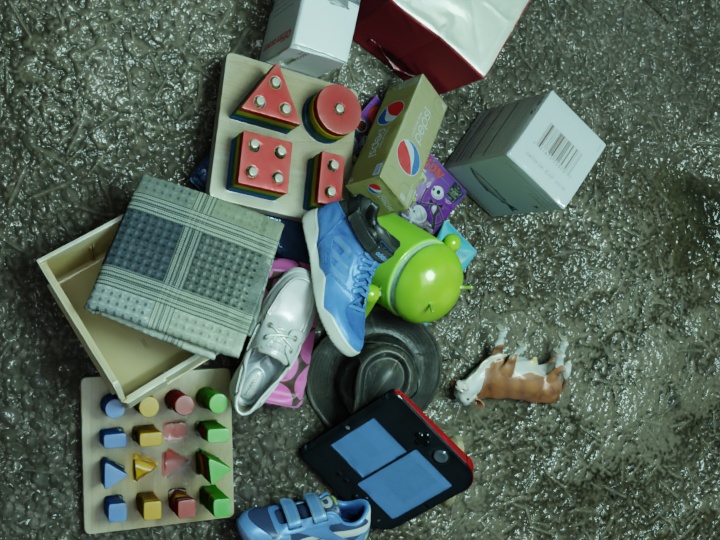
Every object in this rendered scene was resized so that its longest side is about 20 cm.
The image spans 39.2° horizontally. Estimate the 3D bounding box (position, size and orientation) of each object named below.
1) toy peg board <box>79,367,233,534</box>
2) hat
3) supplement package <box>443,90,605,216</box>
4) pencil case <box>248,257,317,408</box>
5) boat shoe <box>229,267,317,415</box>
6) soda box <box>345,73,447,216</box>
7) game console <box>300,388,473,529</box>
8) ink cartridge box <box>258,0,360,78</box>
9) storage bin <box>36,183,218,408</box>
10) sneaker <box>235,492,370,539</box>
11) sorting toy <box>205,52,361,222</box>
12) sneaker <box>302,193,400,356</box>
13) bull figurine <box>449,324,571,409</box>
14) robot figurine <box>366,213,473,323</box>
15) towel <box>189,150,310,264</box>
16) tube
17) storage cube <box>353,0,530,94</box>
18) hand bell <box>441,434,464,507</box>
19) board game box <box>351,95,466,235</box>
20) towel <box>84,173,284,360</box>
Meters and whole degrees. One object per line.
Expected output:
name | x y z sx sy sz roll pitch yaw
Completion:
toy peg board | -0.254 0.235 1.303 0.197 0.098 0.203 -2 90 -22
hat | 0.023 0.155 1.389 0.198 0.081 0.203 -1 106 -5
supplement package | 0.227 -0.160 1.438 0.117 0.200 0.118 39 76 -16
pencil case | -0.110 0.084 1.349 0.093 0.090 0.203 -1 103 -34
boat shoe | -0.106 0.095 1.275 0.070 0.069 0.202 23 99 -9
soda box | 0.052 -0.172 1.381 0.068 0.064 0.201 46 50 -31
game console | 0.038 0.263 1.377 0.177 0.199 0.031 44 33 -16
ink cartridge box | -0.059 -0.368 1.355 0.082 0.145 0.203 14 84 -23
storage bin | -0.264 0.035 1.270 0.199 0.094 0.200 -31 81 -20
sneaker | -0.074 0.338 1.375 0.198 0.074 0.083 10 117 -28
sorting toy | -0.090 -0.175 1.339 0.198 0.069 0.201 12 76 -26
sneaker | -0.001 0.000 1.271 0.110 0.077 0.202 -20 66 19
bull figurine | 0.227 0.150 1.500 0.198 0.065 0.122 8 120 -29
robot figurine | 0.056 -0.004 1.368 0.175 0.199 0.117 -30 134 -30
towel | -0.126 -0.099 1.381 0.200 0.048 0.112 43 75 -15
tube | 0.098 0.030 1.472 0.077 0.050 0.201 44 71 -35
storage cube | 0.112 -0.372 1.405 0.170 0.179 0.201 35 79 -17
hand bell | 0.038 0.265 1.436 0.198 0.104 0.105 14 85 -9
board game box | 0.050 -0.138 1.462 0.200 0.032 0.120 43 71 -16
towel | -0.208 -0.003 1.234 0.198 0.035 0.194 20 66 -4
